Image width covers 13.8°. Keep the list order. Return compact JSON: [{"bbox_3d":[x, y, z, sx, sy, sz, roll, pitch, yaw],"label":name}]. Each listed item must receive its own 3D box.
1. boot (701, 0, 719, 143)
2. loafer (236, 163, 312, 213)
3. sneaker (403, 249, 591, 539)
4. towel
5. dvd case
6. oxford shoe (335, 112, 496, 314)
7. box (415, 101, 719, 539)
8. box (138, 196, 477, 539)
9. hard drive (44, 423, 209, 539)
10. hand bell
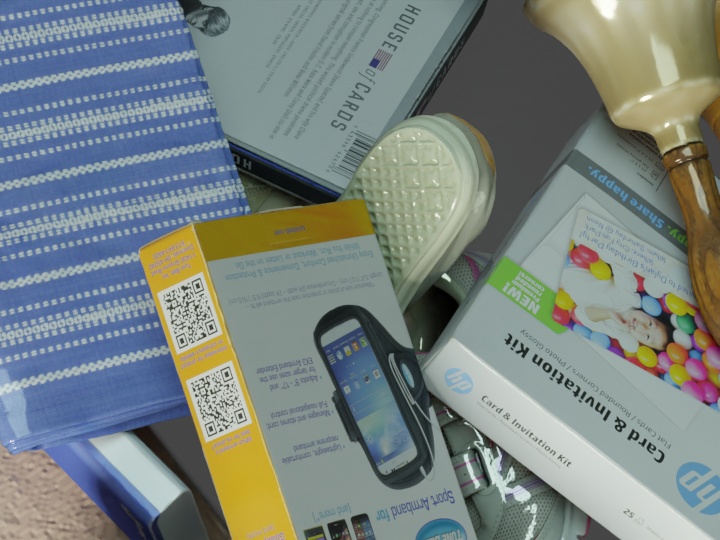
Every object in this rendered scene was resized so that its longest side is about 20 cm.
[{"bbox_3d":[0.180,-0.091,1.459,0.200,0.071,0.144,10,46,-6],"label":"boot"},{"bbox_3d":[-0.072,-0.020,1.439,0.068,0.076,0.200,36,61,13],"label":"loafer"},{"bbox_3d":[0.049,0.077,1.385,0.088,0.081,0.201,15,56,-28],"label":"sneaker"},{"bbox_3d":[-0.119,-0.027,1.307,0.144,0.024,0.201,-13,80,-26],"label":"towel"},{"bbox_3d":[-0.058,-0.122,1.448,0.199,0.025,0.151,26,57,10],"label":"dvd case"},{"bbox_3d":[0.000,0.000,1.376,0.075,0.200,0.058,47,35,10],"label":"oxford shoe"},{"bbox_3d":[0.132,0.028,1.384,0.156,0.041,0.200,38,46,-2],"label":"box"},{"bbox_3d":[-0.016,0.072,1.281,0.119,0.041,0.201,-9,80,-51],"label":"box"},{"bbox_3d":[-0.150,0.055,1.368,0.025,0.132,0.200,-43,75,-11],"label":"hard drive"},{"bbox_3d":[0.155,-0.046,1.383,0.104,0.104,0.201,-16,78,-9],"label":"hand bell"}]
